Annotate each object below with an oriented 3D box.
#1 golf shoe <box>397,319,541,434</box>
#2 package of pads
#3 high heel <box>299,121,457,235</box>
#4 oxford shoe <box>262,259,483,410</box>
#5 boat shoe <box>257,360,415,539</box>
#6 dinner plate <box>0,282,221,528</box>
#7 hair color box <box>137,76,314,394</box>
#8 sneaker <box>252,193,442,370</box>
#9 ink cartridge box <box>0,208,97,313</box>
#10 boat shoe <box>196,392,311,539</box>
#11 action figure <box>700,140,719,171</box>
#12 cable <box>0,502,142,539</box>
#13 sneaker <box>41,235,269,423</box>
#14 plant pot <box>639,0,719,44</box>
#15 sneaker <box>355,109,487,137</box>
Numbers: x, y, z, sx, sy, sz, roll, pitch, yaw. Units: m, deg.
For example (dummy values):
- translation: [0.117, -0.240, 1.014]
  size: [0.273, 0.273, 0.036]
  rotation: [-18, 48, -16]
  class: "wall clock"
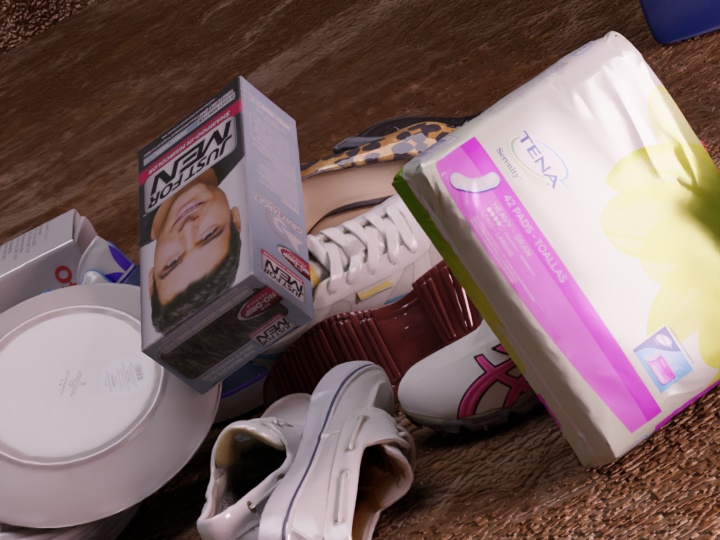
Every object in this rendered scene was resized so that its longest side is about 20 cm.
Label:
- translation: [0.104, 0.032, 1.462]
  size: [0.200, 0.092, 0.073]
  rotation: [-23, 19, 22]
  class: "golf shoe"
- translation: [0.137, -0.015, 1.361]
  size: [0.154, 0.200, 0.068]
  rotation: [-34, -1, -17]
  class: "package of pads"
- translation: [-0.015, -0.039, 1.672]
  size: [0.142, 0.071, 0.200]
  rotation: [1, 36, 50]
  class: "high heel"
- translation: [0.028, 0.052, 1.596]
  size: [0.200, 0.071, 0.075]
  rotation: [-27, -15, 23]
  class: "oxford shoe"
- translation: [0.000, 0.117, 1.433]
  size: [0.070, 0.071, 0.200]
  rotation: [-5, 26, 19]
  class: "boat shoe"
- translation: [-0.190, 0.081, 1.602]
  size: [0.200, 0.024, 0.200]
  rotation: [-6, 50, 7]
  class: "dinner plate"
- translation: [-0.092, -0.026, 1.614]
  size: [0.099, 0.061, 0.200]
  rotation: [-35, 37, 24]
  class: "hair color box"
- translation: [0.000, 0.000, 1.623]
  size: [0.200, 0.077, 0.081]
  rotation: [-38, -29, 12]
  class: "sneaker"
- translation: [-0.264, 0.068, 1.823]
  size: [0.200, 0.146, 0.084]
  rotation: [-28, 17, 5]
  class: "ink cartridge box"
- translation: [-0.057, 0.119, 1.491]
  size: [0.071, 0.069, 0.200]
  rotation: [-23, 20, 17]
  class: "boat shoe"
- translation: [0.238, -0.057, 1.501]
  size: [0.065, 0.099, 0.200]
  rotation: [-20, 17, 22]
  class: "action figure"
- translation: [-0.238, 0.126, 1.635]
  size: [0.200, 0.069, 0.200]
  rotation: [-37, 53, -18]
  class: "cable"
- translation: [-0.133, 0.033, 1.718]
  size: [0.200, 0.147, 0.081]
  rotation: [-23, 19, 21]
  class: "sneaker"
- translation: [0.312, -0.320, 1.962]
  size: [0.200, 0.180, 0.200]
  rotation: [-15, 23, 35]
  class: "plant pot"
- translation: [0.091, -0.096, 1.812]
  size: [0.199, 0.060, 0.104]
  rotation: [-9, -2, -26]
  class: "sneaker"
